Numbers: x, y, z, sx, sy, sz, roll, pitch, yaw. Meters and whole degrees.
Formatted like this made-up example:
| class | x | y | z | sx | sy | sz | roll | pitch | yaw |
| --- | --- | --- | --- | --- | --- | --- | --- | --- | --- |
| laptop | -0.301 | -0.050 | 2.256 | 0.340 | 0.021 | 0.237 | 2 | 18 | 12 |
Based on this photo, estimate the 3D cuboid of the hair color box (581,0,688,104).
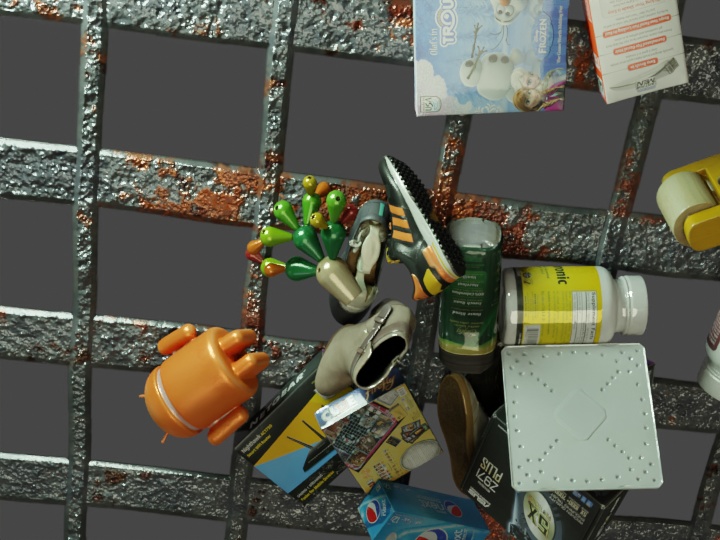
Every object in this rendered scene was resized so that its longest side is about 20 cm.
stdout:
| class | x | y | z | sx | sy | sz | roll | pitch | yaw |
| --- | --- | --- | --- | --- | --- | --- | --- | --- | --- |
| hair color box | 0.340 | -0.325 | 1.497 | 0.109 | 0.064 | 0.203 | -14 | 114 | 4 |

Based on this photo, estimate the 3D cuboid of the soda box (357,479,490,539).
| class | x | y | z | sx | sy | sz | roll | pitch | yaw |
| --- | --- | --- | --- | --- | --- | --- | --- | --- | --- |
| soda box | 0.097 | 0.376 | 1.787 | 0.198 | 0.068 | 0.065 | 19 | 116 | -35 |

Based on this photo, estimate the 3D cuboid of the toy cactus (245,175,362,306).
| class | x | y | z | sx | sy | sz | roll | pitch | yaw |
| --- | --- | --- | --- | --- | --- | --- | --- | --- | --- |
| toy cactus | -0.059 | -0.027 | 1.604 | 0.200 | 0.102 | 0.166 | -40 | 90 | 31 |

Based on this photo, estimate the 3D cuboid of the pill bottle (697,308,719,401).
| class | x | y | z | sx | sy | sz | roll | pitch | yaw |
| --- | --- | --- | --- | --- | --- | --- | --- | --- | --- |
| pill bottle | 0.555 | 0.085 | 1.668 | 0.112 | 0.115 | 0.203 | 13 | 115 | -7 |

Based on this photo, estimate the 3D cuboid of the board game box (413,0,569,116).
| class | x | y | z | sx | sy | sz | roll | pitch | yaw |
| --- | --- | --- | --- | --- | --- | --- | --- | --- | --- |
| board game box | 0.165 | -0.302 | 1.515 | 0.195 | 0.044 | 0.203 | -2 | 116 | 1 |

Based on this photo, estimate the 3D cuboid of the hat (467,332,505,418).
| class | x | y | z | sx | sy | sz | roll | pitch | yaw |
| --- | --- | --- | --- | --- | --- | --- | --- | --- | --- |
| hat | 0.253 | 0.161 | 1.717 | 0.197 | 0.081 | 0.204 | 0 | 115 | 0 |

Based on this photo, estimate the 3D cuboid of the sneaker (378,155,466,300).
| class | x | y | z | sx | sy | sz | roll | pitch | yaw |
| --- | --- | --- | --- | --- | --- | --- | --- | --- | --- |
| sneaker | 0.057 | -0.056 | 1.568 | 0.090 | 0.070 | 0.202 | -37 | 68 | 21 |

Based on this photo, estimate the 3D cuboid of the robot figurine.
| class | x | y | z | sx | sy | sz | roll | pitch | yaw |
| --- | --- | --- | --- | --- | --- | --- | --- | --- | --- |
| robot figurine | -0.226 | 0.159 | 1.691 | 0.199 | 0.117 | 0.144 | -35 | 117 | 14 |

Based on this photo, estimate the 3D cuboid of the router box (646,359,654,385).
| class | x | y | z | sx | sy | sz | roll | pitch | yaw |
| --- | --- | --- | --- | --- | --- | --- | --- | --- | --- |
| router box | 0.351 | 0.233 | 1.723 | 0.148 | 0.051 | 0.203 | -18 | 123 | -33 |

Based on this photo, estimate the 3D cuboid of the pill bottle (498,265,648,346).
| class | x | y | z | sx | sy | sz | roll | pitch | yaw |
| --- | --- | --- | --- | --- | --- | --- | --- | --- | --- |
| pill bottle | 0.293 | 0.050 | 1.649 | 0.196 | 0.112 | 0.113 | 0 | 116 | -1 |

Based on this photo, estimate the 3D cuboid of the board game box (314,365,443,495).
| class | x | y | z | sx | sy | sz | roll | pitch | yaw |
| --- | --- | --- | --- | --- | --- | --- | --- | --- | --- |
| board game box | 0.029 | 0.234 | 1.703 | 0.134 | 0.035 | 0.201 | -29 | 138 | -1 |

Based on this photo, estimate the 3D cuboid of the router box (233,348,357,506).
| class | x | y | z | sx | sy | sz | roll | pitch | yaw |
| --- | --- | --- | --- | --- | --- | --- | --- | --- | --- |
| router box | -0.069 | 0.236 | 1.762 | 0.149 | 0.051 | 0.200 | 40 | 108 | -16 |

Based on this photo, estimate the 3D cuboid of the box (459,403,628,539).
| class | x | y | z | sx | sy | sz | roll | pitch | yaw |
| --- | --- | --- | --- | --- | --- | --- | --- | --- | --- |
| box | 0.256 | 0.297 | 1.657 | 0.199 | 0.086 | 0.165 | 39 | 134 | 23 |

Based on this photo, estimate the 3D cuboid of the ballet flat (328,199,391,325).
| class | x | y | z | sx | sy | sz | roll | pitch | yaw |
| --- | --- | --- | --- | --- | --- | --- | --- | --- | --- |
| ballet flat | 0.000 | 0.000 | 1.643 | 0.072 | 0.073 | 0.203 | 14 | 115 | -7 |

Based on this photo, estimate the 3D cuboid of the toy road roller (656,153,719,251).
| class | x | y | z | sx | sy | sz | roll | pitch | yaw |
| --- | --- | --- | --- | --- | --- | --- | --- | --- | --- |
| toy road roller | 0.509 | -0.071 | 1.593 | 0.197 | 0.124 | 0.147 | -17 | 126 | 6 |

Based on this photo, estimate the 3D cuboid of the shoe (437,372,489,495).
| class | x | y | z | sx | sy | sz | roll | pitch | yaw |
| --- | --- | --- | --- | --- | --- | --- | --- | --- | --- |
| shoe | 0.159 | 0.238 | 1.772 | 0.053 | 0.069 | 0.203 | -25 | 117 | -34 |

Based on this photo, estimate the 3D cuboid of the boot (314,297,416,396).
| class | x | y | z | sx | sy | sz | roll | pitch | yaw |
| --- | --- | --- | --- | --- | --- | --- | --- | --- | --- |
| boot | 0.002 | 0.121 | 1.608 | 0.070 | 0.147 | 0.201 | 33 | 107 | -13 |

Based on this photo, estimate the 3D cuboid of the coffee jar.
| class | x | y | z | sx | sy | sz | roll | pitch | yaw |
| --- | --- | --- | --- | --- | --- | --- | --- | --- | --- |
| coffee jar | 0.151 | 0.037 | 1.644 | 0.084 | 0.105 | 0.203 | 3 | 115 | 6 |

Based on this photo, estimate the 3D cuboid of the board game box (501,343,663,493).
| class | x | y | z | sx | sy | sz | roll | pitch | yaw |
| --- | --- | --- | --- | --- | --- | --- | --- | --- | --- |
| board game box | 0.292 | 0.197 | 1.585 | 0.196 | 0.203 | 0.026 | -1 | 153 | 0 |
